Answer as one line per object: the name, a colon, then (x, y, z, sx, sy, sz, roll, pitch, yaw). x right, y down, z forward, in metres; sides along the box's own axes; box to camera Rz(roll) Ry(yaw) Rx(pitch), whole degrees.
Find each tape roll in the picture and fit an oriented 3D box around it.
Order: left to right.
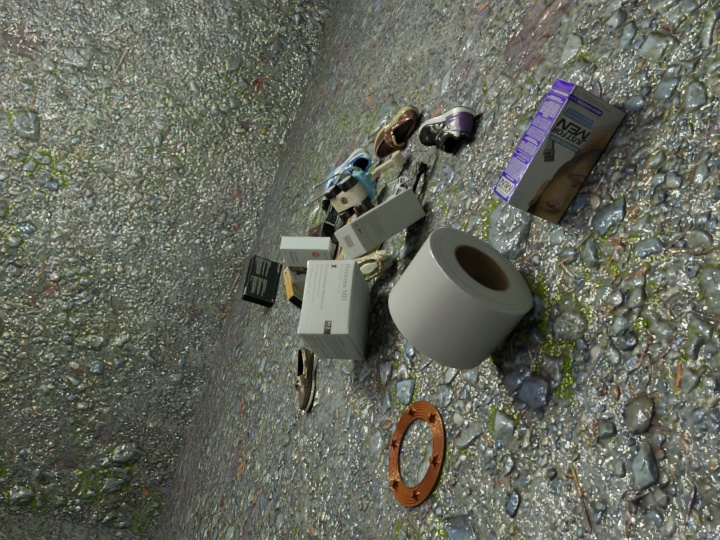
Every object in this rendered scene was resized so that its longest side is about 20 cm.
tape roll: (0.165, 0.044, 0.947, 0.139, 0.202, 0.203, -58, 24, 32)

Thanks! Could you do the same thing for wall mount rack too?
wall mount rack: (-0.071, -0.238, 1.697, 0.200, 0.173, 0.075, 131, 142, -62)

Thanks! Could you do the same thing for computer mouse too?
computer mouse: (0.110, -0.216, 1.531, 0.200, 0.044, 0.110, -18, 50, 63)

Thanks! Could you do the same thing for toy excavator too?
toy excavator: (0.017, -0.253, 1.596, 0.194, 0.100, 0.200, -22, 23, 40)

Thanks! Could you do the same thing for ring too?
ring: (0.101, 0.353, 1.101, 0.201, 0.019, 0.201, -51, 28, 41)

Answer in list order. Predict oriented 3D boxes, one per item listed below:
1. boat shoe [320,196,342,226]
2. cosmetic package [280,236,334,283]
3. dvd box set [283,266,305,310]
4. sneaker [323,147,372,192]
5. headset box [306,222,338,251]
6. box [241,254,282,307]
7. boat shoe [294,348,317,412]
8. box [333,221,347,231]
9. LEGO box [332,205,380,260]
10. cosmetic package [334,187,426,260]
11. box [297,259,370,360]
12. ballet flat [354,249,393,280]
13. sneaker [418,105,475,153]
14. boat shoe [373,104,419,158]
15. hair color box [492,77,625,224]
boat shoe: (-0.094, -0.221, 1.860, 0.072, 0.071, 0.200, -59, 24, 28)
cosmetic package: (-0.154, -0.029, 1.766, 0.200, 0.150, 0.052, 78, -167, -57)
dvd box set: (-0.190, 0.079, 1.887, 0.029, 0.146, 0.200, -44, 28, 12)
sneaker: (-0.039, -0.302, 1.791, 0.200, 0.074, 0.082, -49, 30, 5)
headset box: (-0.150, -0.076, 2.018, 0.200, 0.075, 0.150, -13, 61, 66)
box: (-0.448, 0.050, 2.568, 0.079, 0.140, 0.201, 138, 145, -56)
boat shoe: (-0.175, 0.336, 1.750, 0.072, 0.059, 0.201, -43, 34, 50)
box: (-0.027, -0.227, 1.873, 0.201, 0.051, 0.158, -61, 23, 23)
LEGO box: (0.002, -0.091, 1.644, 0.201, 0.077, 0.149, -67, 21, 10)
cosmetic package: (0.048, -0.115, 1.389, 0.199, 0.085, 0.108, -32, 4, -25)
box: (-0.059, 0.103, 1.428, 0.200, 0.130, 0.200, 65, -153, -61)
ballet flat: (0.000, 0.000, 1.510, 0.200, 0.076, 0.064, -30, 0, 38)
sneaker: (0.196, -0.321, 1.366, 0.200, 0.075, 0.088, 167, 114, -66)
boat shoe: (0.103, -0.393, 1.667, 0.200, 0.072, 0.072, -42, 33, 41)
hair color box: (0.312, -0.186, 0.901, 0.201, 0.109, 0.065, -63, 24, 22)
